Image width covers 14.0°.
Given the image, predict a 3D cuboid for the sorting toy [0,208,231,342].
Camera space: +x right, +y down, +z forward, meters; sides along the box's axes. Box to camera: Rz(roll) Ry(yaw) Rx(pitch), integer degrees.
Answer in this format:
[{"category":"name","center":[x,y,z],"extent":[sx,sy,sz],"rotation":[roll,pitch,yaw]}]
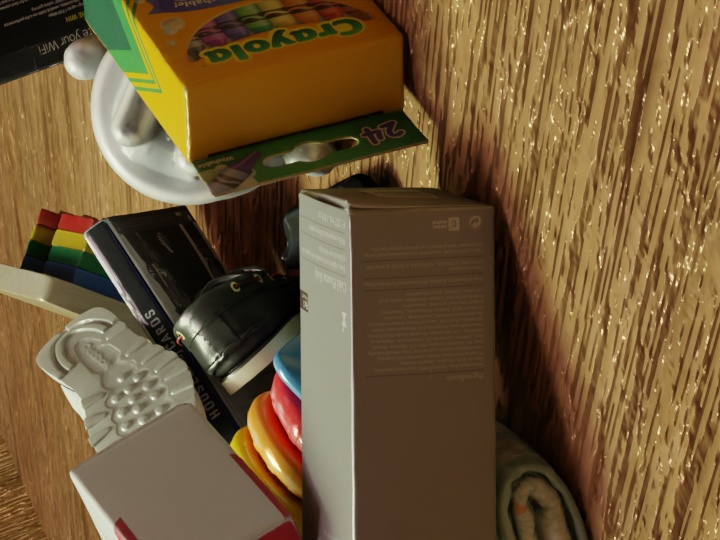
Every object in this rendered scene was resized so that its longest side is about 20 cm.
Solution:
[{"category":"sorting toy","center":[-0.155,0.014,2.063],"extent":[0.199,0.200,0.070],"rotation":[10,80,66]}]

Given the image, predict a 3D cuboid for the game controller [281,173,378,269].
[{"category":"game controller","center":[0.000,0.000,1.735],"extent":[0.104,0.042,0.200],"rotation":[56,167,-4]}]

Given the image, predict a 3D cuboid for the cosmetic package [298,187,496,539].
[{"category":"cosmetic package","center":[0.019,0.059,1.527],"extent":[0.107,0.090,0.201],"rotation":[-162,73,-73]}]

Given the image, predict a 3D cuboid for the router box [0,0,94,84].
[{"category":"router box","center":[-0.198,-0.205,1.833],"extent":[0.149,0.200,0.051],"rotation":[71,164,-6]}]

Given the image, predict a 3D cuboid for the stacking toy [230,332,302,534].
[{"category":"stacking toy","center":[-0.054,0.139,1.733],"extent":[0.116,0.200,0.110],"rotation":[45,-163,4]}]

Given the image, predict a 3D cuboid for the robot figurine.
[{"category":"robot figurine","center":[-0.094,-0.096,1.721],"extent":[0.169,0.113,0.200],"rotation":[28,-175,2]}]

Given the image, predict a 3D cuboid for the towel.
[{"category":"towel","center":[0.085,0.172,1.616],"extent":[0.171,0.048,0.200],"rotation":[-147,39,-66]}]

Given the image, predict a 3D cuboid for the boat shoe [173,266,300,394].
[{"category":"boat shoe","center":[-0.068,0.025,1.837],"extent":[0.063,0.074,0.201],"rotation":[48,-169,0]}]

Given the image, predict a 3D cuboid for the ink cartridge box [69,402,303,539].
[{"category":"ink cartridge box","center":[-0.067,0.196,1.627],"extent":[0.145,0.083,0.200],"rotation":[41,157,54]}]

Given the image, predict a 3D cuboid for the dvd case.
[{"category":"dvd case","center":[-0.093,0.049,1.901],"extent":[0.200,0.025,0.150],"rotation":[58,-164,6]}]

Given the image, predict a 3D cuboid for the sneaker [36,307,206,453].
[{"category":"sneaker","center":[-0.132,0.093,1.814],"extent":[0.081,0.076,0.200],"rotation":[59,174,-32]}]

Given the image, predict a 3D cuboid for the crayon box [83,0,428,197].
[{"category":"crayon box","center":[-0.059,-0.124,1.573],"extent":[0.200,0.125,0.052],"rotation":[-127,29,-48]}]
